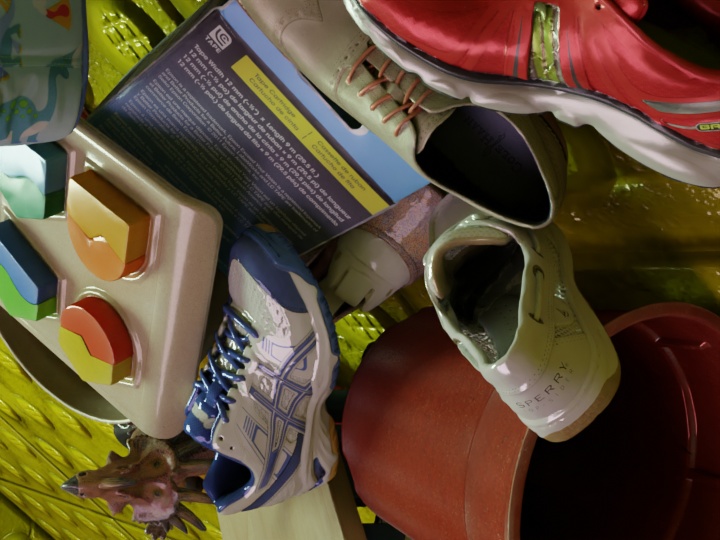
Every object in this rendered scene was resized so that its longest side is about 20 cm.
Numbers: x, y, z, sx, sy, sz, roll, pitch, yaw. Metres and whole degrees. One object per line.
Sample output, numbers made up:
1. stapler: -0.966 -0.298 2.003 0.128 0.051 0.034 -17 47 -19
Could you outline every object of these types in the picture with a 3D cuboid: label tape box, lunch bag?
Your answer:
1. label tape box: -0.052 -0.086 0.681 0.143 0.066 0.199 45 137 -17
2. lunch bag: -0.222 -0.165 0.638 0.160 0.082 0.202 9 103 42

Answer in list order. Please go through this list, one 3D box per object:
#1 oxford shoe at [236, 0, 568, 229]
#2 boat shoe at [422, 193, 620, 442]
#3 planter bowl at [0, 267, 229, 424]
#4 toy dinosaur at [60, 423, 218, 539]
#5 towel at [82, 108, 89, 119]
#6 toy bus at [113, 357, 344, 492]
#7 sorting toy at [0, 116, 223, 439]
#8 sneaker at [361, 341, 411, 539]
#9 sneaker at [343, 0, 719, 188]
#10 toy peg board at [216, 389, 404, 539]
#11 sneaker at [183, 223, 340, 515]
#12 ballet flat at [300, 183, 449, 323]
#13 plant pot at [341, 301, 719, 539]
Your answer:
1. oxford shoe: 0.022 -0.093 0.554 0.199 0.074 0.071 33 110 -10
2. boat shoe: 0.065 0.000 0.592 0.069 0.071 0.200 35 -165 -26
3. planter bowl: -0.161 -0.014 0.829 0.199 0.135 0.202 19 125 30
4. toy dinosaur: -0.109 0.116 0.824 0.086 0.200 0.135 50 156 -4
5. towel: -0.240 -0.081 0.981 0.143 0.023 0.201 16 147 35
6. toy bus: -0.100 0.127 1.056 0.190 0.136 0.201 10 149 14
7. sorting toy: -0.178 -0.008 0.727 0.199 0.036 0.186 32 130 21
8. sneaker: 0.041 0.153 0.913 0.075 0.116 0.201 8 142 44
9. sneaker: 0.089 -0.109 0.483 0.199 0.077 0.085 21 147 8
10. toy peg board: -0.023 0.192 0.895 0.097 0.201 0.200 6 129 -24
11. sneaker: -0.064 0.070 0.710 0.075 0.088 0.201 39 143 47
12. ballet flat: 0.000 0.000 0.765 0.068 0.067 0.200 39 154 -6
13. plant pot: 0.099 0.106 0.696 0.195 0.201 0.201 10 145 55
